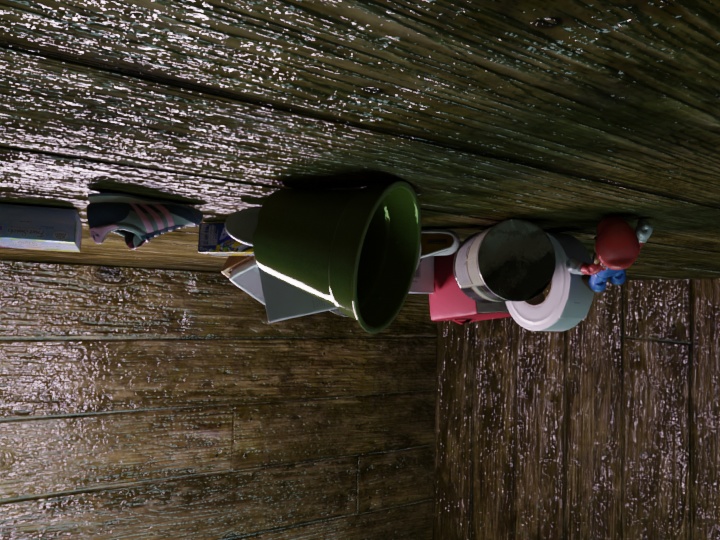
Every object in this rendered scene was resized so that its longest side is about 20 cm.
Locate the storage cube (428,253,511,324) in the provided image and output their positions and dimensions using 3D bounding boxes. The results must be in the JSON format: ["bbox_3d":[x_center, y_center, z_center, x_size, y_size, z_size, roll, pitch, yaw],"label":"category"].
[{"bbox_3d":[0.303,0.039,1.785,0.169,0.204,0.179,5,169,-35],"label":"storage cube"}]

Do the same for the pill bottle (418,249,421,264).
[{"bbox_3d":[0.006,-0.038,1.239,0.198,0.115,0.112,-1,176,36],"label":"pill bottle"}]

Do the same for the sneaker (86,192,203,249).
[{"bbox_3d":[-0.345,-0.073,1.068,0.198,0.084,0.070,5,175,-45],"label":"sneaker"}]

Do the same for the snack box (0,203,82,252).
[{"bbox_3d":[-0.621,-0.078,1.252,0.166,0.069,0.200,3,175,-20],"label":"snack box"}]

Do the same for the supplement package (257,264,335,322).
[{"bbox_3d":[-0.067,0.012,1.158,0.198,0.119,0.117,-13,179,36],"label":"supplement package"}]

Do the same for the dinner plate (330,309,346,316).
[{"bbox_3d":[-0.030,0.013,1.575,0.197,0.203,0.024,3,154,-17],"label":"dinner plate"}]

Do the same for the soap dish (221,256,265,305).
[{"bbox_3d":[-0.189,0.000,1.478,0.156,0.082,0.200,-26,142,19],"label":"soap dish"}]

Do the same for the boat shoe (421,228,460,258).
[{"bbox_3d":[0.102,-0.052,1.343,0.196,0.072,0.070,-3,177,12],"label":"boat shoe"}]

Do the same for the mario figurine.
[{"bbox_3d":[0.439,-0.039,1.172,0.105,0.124,0.200,33,167,23],"label":"mario figurine"}]

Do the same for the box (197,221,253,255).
[{"bbox_3d":[-0.226,-0.064,1.334,0.197,0.066,0.070,1,176,22],"label":"box"}]

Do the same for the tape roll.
[{"bbox_3d":[0.381,0.023,1.351,0.070,0.206,0.202,4,176,-28],"label":"tape roll"}]

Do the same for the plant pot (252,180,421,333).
[{"bbox_3d":[-0.040,-0.037,0.907,0.187,0.203,0.199,14,-177,26],"label":"plant pot"}]

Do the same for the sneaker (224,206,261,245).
[{"bbox_3d":[-0.145,-0.067,1.162,0.197,0.072,0.099,-2,173,-22],"label":"sneaker"}]

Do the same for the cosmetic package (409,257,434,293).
[{"bbox_3d":[0.063,-0.002,1.760,0.198,0.125,0.198,-3,175,37],"label":"cosmetic package"}]

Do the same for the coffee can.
[{"bbox_3d":[0.269,-0.013,1.267,0.144,0.149,0.200,2,177,-4],"label":"coffee can"}]
